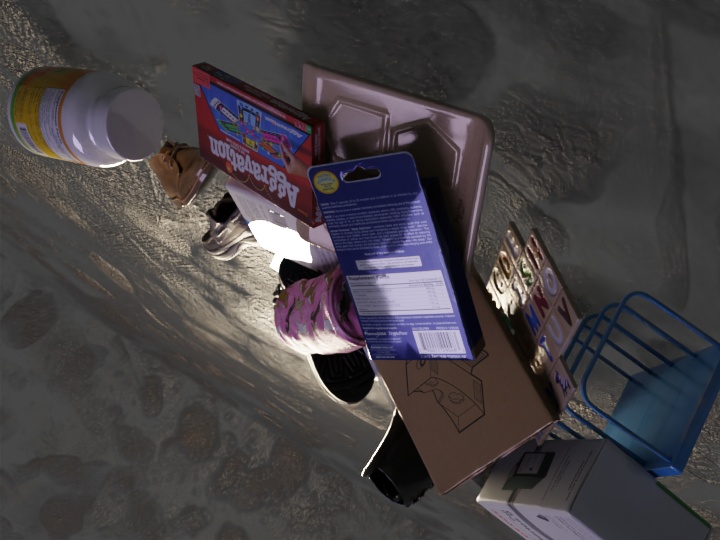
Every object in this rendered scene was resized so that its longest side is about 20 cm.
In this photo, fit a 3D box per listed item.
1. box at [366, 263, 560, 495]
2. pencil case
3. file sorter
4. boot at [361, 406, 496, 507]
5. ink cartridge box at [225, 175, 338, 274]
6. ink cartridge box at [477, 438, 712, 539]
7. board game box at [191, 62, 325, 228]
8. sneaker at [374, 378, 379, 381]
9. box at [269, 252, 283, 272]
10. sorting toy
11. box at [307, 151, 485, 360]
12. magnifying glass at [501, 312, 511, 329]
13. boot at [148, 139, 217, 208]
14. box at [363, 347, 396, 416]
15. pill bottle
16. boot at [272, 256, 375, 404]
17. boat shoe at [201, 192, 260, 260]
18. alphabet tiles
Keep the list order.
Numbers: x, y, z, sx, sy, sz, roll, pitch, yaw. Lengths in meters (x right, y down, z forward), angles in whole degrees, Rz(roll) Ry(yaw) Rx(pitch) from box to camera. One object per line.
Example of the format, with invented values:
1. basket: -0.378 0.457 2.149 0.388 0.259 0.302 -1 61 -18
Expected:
1. box: 0.094 0.105 0.915 0.021 0.163 0.202 -1 -124 -50
2. pencil case: -0.033 0.044 0.967 0.082 0.087 0.199 36 160 -14
3. file sorter: 0.258 0.122 0.912 0.122 0.140 0.200 34 161 1
4. boot: 0.091 0.232 1.005 0.200 0.139 0.077 45 147 -16
5. ink cartridge box: -0.031 -0.057 0.979 0.197 0.085 0.147 23 160 19
6. ink cartridge box: 0.230 0.247 0.908 0.145 0.085 0.200 38 161 -7
7. board game box: -0.103 -0.127 0.875 0.199 0.019 0.105 32 135 39
8. sneaker: 0.020 0.094 1.281 0.075 0.077 0.201 19 156 35
9. box: -0.085 -0.038 1.173 0.038 0.042 0.200 31 160 -3
10. sorting toy: 0.026 -0.082 0.817 0.197 0.036 0.188 24 129 23
11. box: 0.033 -0.012 0.807 0.119 0.032 0.203 -3 116 36
12. magnifying glass: 0.145 0.063 1.047 0.199 0.080 0.022 37 167 17
13. boot: -0.224 -0.131 1.121 0.076 0.074 0.199 46 159 -14
14. box: 0.089 0.123 1.045 0.156 0.049 0.202 11 139 37
15. pill bottle: -0.329 -0.185 1.070 0.198 0.112 0.111 14 155 39
16. boot: -0.050 0.083 1.158 0.158 0.078 0.214 114 136 -69
17. boat shoe: -0.164 -0.071 1.184 0.073 0.075 0.199 48 147 -18
18. alphabet tiles: 0.167 0.057 0.873 0.201 0.007 0.169 98 156 -56
